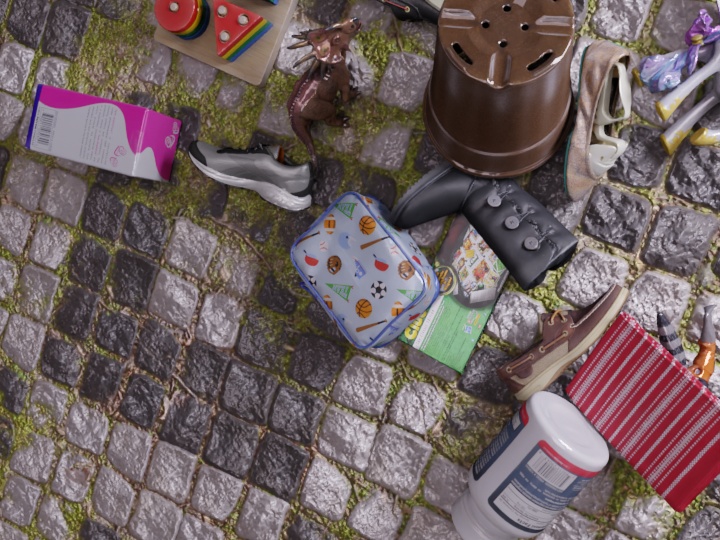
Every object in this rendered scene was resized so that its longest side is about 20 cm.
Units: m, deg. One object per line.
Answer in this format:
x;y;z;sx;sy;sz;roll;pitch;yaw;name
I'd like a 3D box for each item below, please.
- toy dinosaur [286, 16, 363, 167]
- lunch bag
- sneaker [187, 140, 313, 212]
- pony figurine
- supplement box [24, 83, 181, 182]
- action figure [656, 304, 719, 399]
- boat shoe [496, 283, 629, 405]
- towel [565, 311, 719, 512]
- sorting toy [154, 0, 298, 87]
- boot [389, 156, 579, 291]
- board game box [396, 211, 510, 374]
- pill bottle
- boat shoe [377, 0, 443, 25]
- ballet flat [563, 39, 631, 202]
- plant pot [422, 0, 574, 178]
-0.062;-0.250;1.077;0.085;0.135;0.202;24;98;16;toy dinosaur
0.000;0.000;1.085;0.160;0.075;0.201;-44;71;19;lunch bag
-0.154;-0.153;1.136;0.198;0.074;0.080;21;110;10;sneaker
0.431;-0.251;0.927;0.198;0.167;0.194;-29;114;12;pony figurine
-0.389;-0.207;1.200;0.198;0.103;0.103;16;95;18;supplement box
0.366;0.155;0.965;0.197;0.104;0.196;-13;78;17;action figure
0.256;0.082;1.015;0.072;0.072;0.200;45;109;11;boat shoe
0.345;0.166;0.933;0.200;0.022;0.146;50;129;33;towel
-0.200;-0.402;1.154;0.198;0.070;0.201;26;98;15;sorting toy
0.157;-0.051;1.023;0.164;0.066;0.201;-39;75;-2;boot
0.137;0.027;1.075;0.104;0.023;0.202;27;98;13;board game box
0.206;0.263;1.000;0.119;0.119;0.201;41;114;13;pill bottle
0.073;-0.374;1.073;0.200;0.074;0.063;32;136;5;boat shoe
0.296;-0.178;0.974;0.067;0.068;0.203;20;117;41;ballet flat
0.169;-0.242;0.943;0.197;0.198;0.203;-2;74;6;plant pot
